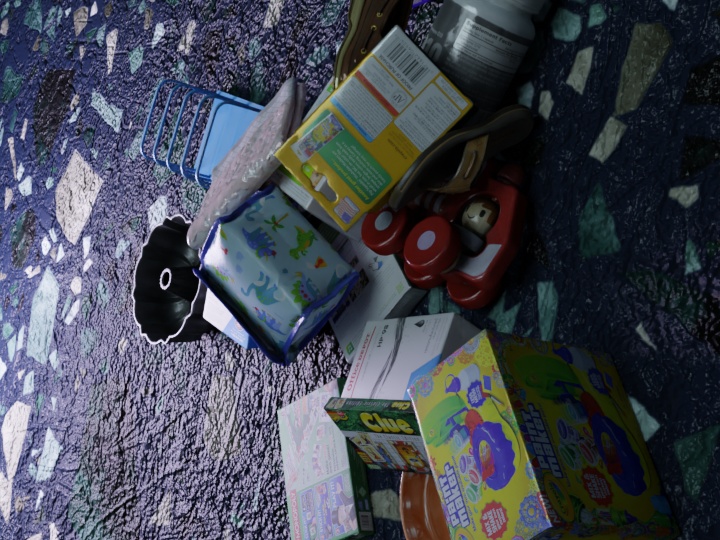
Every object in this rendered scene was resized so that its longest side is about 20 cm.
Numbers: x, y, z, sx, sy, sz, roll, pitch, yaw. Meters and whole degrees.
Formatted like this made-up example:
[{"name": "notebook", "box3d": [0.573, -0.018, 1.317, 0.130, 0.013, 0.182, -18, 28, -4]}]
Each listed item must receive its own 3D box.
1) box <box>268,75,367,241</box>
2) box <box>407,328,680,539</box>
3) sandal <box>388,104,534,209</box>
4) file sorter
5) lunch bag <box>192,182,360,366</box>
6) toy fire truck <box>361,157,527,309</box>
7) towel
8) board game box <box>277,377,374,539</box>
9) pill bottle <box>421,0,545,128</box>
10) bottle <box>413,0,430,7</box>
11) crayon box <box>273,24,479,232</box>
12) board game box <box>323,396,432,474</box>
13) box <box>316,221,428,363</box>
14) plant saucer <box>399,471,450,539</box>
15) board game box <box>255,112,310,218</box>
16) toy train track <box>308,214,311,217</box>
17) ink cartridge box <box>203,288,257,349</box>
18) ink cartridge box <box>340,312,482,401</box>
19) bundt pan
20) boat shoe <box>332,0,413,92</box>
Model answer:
[{"name": "box", "box3d": [-0.006, -0.159, 1.520, 0.201, 0.101, 0.112, -55, 42, 4]}, {"name": "box", "box3d": [0.174, 0.184, 1.172, 0.122, 0.192, 0.201, -42, 52, 36]}, {"name": "sandal", "box3d": [0.120, -0.118, 1.345, 0.055, 0.199, 0.082, 54, 155, 20]}, {"name": "file sorter", "box3d": [-0.225, -0.199, 1.818, 0.200, 0.122, 0.140, 27, 101, 51]}, {"name": "lunch bag", "box3d": [-0.119, 0.019, 1.542, 0.170, 0.127, 0.200, 48, 148, 8]}, {"name": "toy fire truck", "box3d": [0.110, -0.062, 1.396, 0.200, 0.112, 0.169, 26, 82, 50]}, {"name": "towel", "box3d": [-0.146, -0.141, 1.571, 0.200, 0.032, 0.191, -45, 21, 29]}, {"name": "board game box", "box3d": [-0.048, 0.254, 1.556, 0.134, 0.029, 0.201, -32, 57, 43]}, {"name": "pill bottle", "box3d": [0.132, -0.257, 1.401, 0.114, 0.113, 0.201, 46, 115, 46]}, {"name": "bottle", "box3d": [0.073, -0.381, 1.543, 0.199, 0.065, 0.084, -8, 73, 50]}, {"name": "crayon box", "box3d": [0.017, -0.156, 1.357, 0.200, 0.052, 0.126, -44, 82, 10]}, {"name": "board game box", "box3d": [0.051, 0.185, 1.352, 0.199, 0.105, 0.023, -6, 35, 51]}, {"name": "box", "box3d": [0.000, 0.000, 1.560, 0.145, 0.036, 0.201, -51, 47, 30]}, {"name": "plant saucer", "box3d": [0.120, 0.250, 1.349, 0.200, 0.032, 0.202, -17, 68, 49]}, {"name": "board game box", "box3d": [-0.097, -0.153, 1.671, 0.136, 0.035, 0.200, -50, 39, -10]}, {"name": "toy train track", "box3d": [-0.101, -0.078, 1.697, 0.199, 0.032, 0.116, -14, 83, 49]}, {"name": "ink cartridge box", "box3d": [-0.147, -0.007, 1.678, 0.116, 0.067, 0.201, 30, 115, 43]}, {"name": "ink cartridge box", "box3d": [0.048, 0.120, 1.414, 0.199, 0.067, 0.116, -9, 55, 51]}, {"name": "bundt pan", "box3d": [-0.264, 0.018, 1.844, 0.201, 0.075, 0.203, -17, 67, 48]}, {"name": "boat shoe", "box3d": [0.016, -0.248, 1.421, 0.067, 0.072, 0.201, 6, 78, 27]}]
